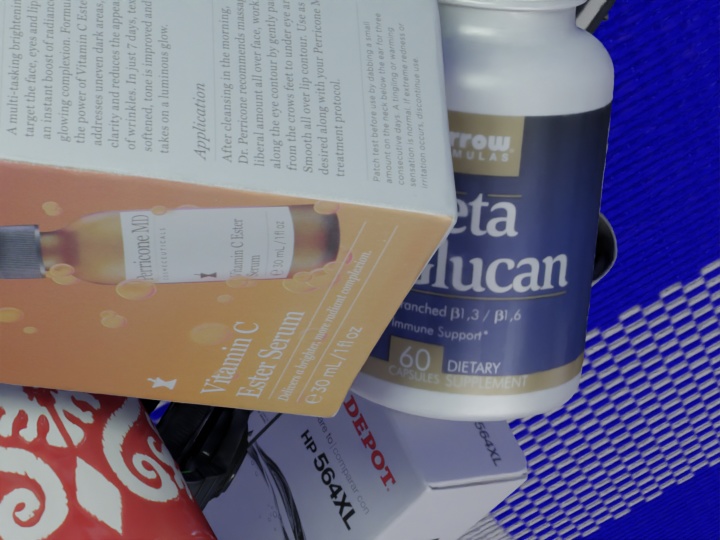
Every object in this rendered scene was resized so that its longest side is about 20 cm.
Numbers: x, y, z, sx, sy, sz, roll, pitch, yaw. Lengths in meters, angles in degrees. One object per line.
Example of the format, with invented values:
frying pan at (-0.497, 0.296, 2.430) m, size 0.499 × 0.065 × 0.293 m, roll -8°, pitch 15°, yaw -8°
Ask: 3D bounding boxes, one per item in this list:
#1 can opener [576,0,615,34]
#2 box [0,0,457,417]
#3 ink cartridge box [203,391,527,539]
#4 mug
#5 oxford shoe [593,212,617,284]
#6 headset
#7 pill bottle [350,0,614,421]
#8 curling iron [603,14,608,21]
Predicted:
can opener at (0.072, -0.097, 1.038) m, size 0.079 × 0.063 × 0.200 m, roll 30°, pitch 119°, yaw -21°
box at (-0.084, -0.034, 0.863) m, size 0.200 × 0.106 × 0.152 m, roll 6°, pitch 147°, yaw -16°
ink cartridge box at (-0.021, 0.108, 1.288) m, size 0.084 × 0.146 × 0.200 m, roll -2°, pitch 146°, yaw -44°
mug at (-0.166, 0.083, 0.989) m, size 0.178 × 0.200 × 0.133 m, roll -41°, pitch 155°, yaw 31°
oxford shoe at (0.070, 0.010, 1.241) m, size 0.200 × 0.075 × 0.058 m, roll -31°, pitch -179°, yaw -43°
headset at (-0.100, 0.057, 1.143) m, size 0.094 × 0.123 × 0.200 m, roll -58°, pitch 164°, yaw 18°
pill bottle at (0.047, -0.047, 0.970) m, size 0.111 × 0.111 × 0.200 m, roll -10°, pitch 112°, yaw -38°
curling iron at (0.101, -0.089, 1.158) m, size 0.050 × 0.026 × 0.200 m, roll -24°, pitch 158°, yaw -2°
